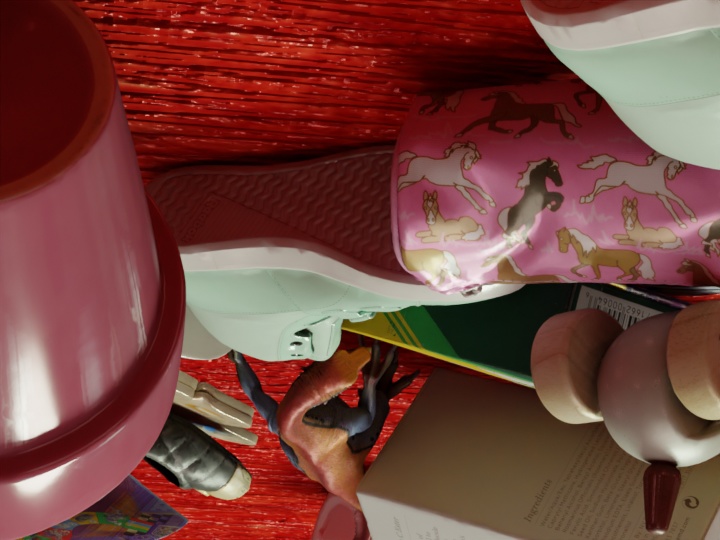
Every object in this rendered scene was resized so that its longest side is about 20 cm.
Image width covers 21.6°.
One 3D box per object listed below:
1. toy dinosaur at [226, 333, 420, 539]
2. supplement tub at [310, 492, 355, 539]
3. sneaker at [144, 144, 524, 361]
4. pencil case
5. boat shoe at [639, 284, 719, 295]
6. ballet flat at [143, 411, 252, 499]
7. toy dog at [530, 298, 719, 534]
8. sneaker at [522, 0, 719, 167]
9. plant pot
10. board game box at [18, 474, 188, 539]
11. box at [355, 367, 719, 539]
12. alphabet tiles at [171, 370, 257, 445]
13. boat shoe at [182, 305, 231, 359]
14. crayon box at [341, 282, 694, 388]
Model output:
[{"bbox_3d":[-0.008,0.088,1.066,0.105,0.201,0.182,-19,-173,9],"label":"toy dinosaur"},{"bbox_3d":[0.069,0.230,1.442,0.199,0.123,0.123,10,157,-22],"label":"supplement tub"},{"bbox_3d":[0.000,0.000,0.917,0.200,0.074,0.118,4,152,20],"label":"sneaker"},{"bbox_3d":[0.115,-0.033,0.788,0.199,0.083,0.087,0,149,17],"label":"pencil case"},{"bbox_3d":[0.193,-0.029,0.844,0.200,0.071,0.091,-11,160,32],"label":"boat shoe"},{"bbox_3d":[-0.147,0.093,1.051,0.200,0.057,0.066,26,167,-32],"label":"ballet flat"},{"bbox_3d":[0.170,0.065,0.831,0.199,0.097,0.132,2,174,-23],"label":"toy dog"},{"bbox_3d":[0.170,-0.088,0.669,0.200,0.074,0.118,-1,153,33],"label":"sneaker"},{"bbox_3d":[-0.165,-0.017,0.759,0.199,0.201,0.179,4,143,-7],"label":"plant pot"},{"bbox_3d":[-0.194,0.105,1.077,0.157,0.039,0.200,3,-168,-33],"label":"board game box"},{"bbox_3d":[0.118,0.163,1.091,0.199,0.106,0.153,13,138,28],"label":"box"},{"bbox_3d":[-0.157,0.059,1.085,0.199,0.015,0.195,5,162,42],"label":"alphabet tiles"},{"bbox_3d":[-0.151,0.001,0.955,0.199,0.072,0.068,9,176,-42],"label":"boat shoe"},{"bbox_3d":[0.119,0.039,0.965,0.199,0.059,0.172,18,176,-35],"label":"crayon box"}]
